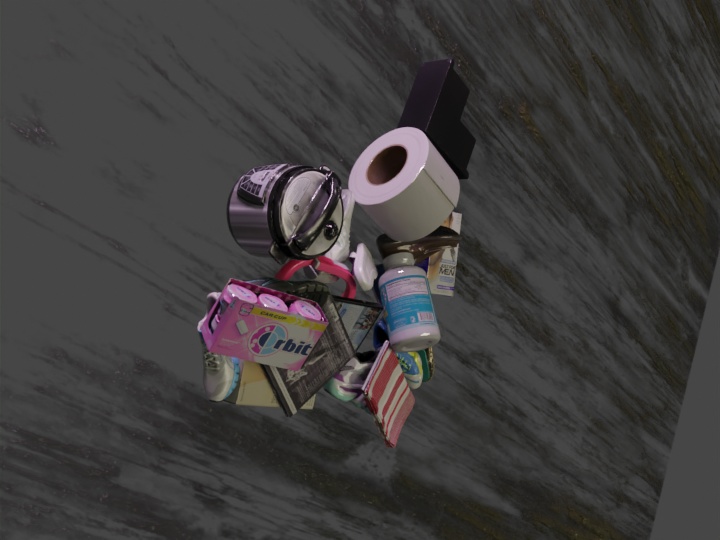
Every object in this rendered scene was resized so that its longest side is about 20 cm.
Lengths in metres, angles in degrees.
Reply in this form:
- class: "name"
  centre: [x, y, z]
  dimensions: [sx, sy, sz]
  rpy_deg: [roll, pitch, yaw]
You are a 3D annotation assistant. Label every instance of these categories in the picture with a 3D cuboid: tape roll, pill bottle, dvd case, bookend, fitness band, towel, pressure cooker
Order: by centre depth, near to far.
- class: "pressure cooker"
  centre: [-0.126, -0.108, 1.463]
  dimensions: [0.178, 0.199, 0.178]
  rpy_deg: [-9, 101, -45]
- class: "dvd case"
  centre: [-0.100, 0.164, 1.538]
  dimensions: [0.200, 0.016, 0.150]
  rpy_deg: [-41, 123, -33]
- class: "fitness band"
  centre: [-0.092, 0.042, 1.584]
  dimensions: [0.199, 0.037, 0.144]
  rpy_deg: [21, 109, -46]
- class: "dvd case"
  centre: [-0.054, 0.117, 1.642]
  dimensions: [0.199, 0.018, 0.143]
  rpy_deg: [13, 115, -46]
- class: "tape roll"
  centre: [0.092, -0.182, 1.688]
  dimensions: [0.139, 0.201, 0.204]
  rpy_deg: [43, 63, -39]
- class: "pill bottle"
  centre: [0.100, 0.066, 1.707]
  dimensions: [0.110, 0.110, 0.202]
  rpy_deg: [13, 59, -46]
- class: "towel"
  centre: [0.064, 0.270, 1.722]
  dimensions: [0.145, 0.023, 0.201]
  rpy_deg: [-61, 142, -38]
- class: "bookend"
  centre: [0.197, -0.350, 1.862]
  dimensions: [0.198, 0.092, 0.202]
  rpy_deg: [38, 66, -44]

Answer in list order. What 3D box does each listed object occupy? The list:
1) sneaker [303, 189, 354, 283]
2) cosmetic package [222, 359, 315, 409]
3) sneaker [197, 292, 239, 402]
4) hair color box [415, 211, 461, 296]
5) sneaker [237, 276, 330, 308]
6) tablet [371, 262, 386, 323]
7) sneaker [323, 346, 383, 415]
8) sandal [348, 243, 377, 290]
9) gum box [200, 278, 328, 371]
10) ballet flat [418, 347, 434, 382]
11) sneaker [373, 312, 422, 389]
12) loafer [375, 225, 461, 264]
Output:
- class: "sneaker"
  centre: [-0.054, -0.069, 1.646]
  dimensions: [0.080, 0.070, 0.202]
  rpy_deg: [25, 83, -50]
- class: "cosmetic package"
  centre: [-0.175, 0.207, 1.532]
  dimensions: [0.199, 0.071, 0.106]
  rpy_deg: [12, 86, -47]
- class: "sneaker"
  centre: [-0.263, 0.134, 1.425]
  dimensions: [0.086, 0.074, 0.202]
  rpy_deg: [20, 71, -59]
- class: "hair color box"
  centre: [0.177, -0.043, 1.891]
  dimensions: [0.109, 0.064, 0.202]
  rpy_deg: [7, 87, -46]
- class: "sneaker"
  centre: [-0.143, 0.039, 1.476]
  dimensions: [0.199, 0.079, 0.076]
  rpy_deg: [-1, 121, -42]
- class: "tablet"
  centre: [0.089, 0.075, 1.779]
  dimensions: [0.129, 0.014, 0.202]
  rpy_deg: [-14, 76, -42]
- class: "sneaker"
  centre: [0.023, 0.231, 1.723]
  dimensions: [0.199, 0.077, 0.141]
  rpy_deg: [32, 85, -44]
- class: "sandal"
  centre: [-0.003, -0.007, 1.666]
  dimensions: [0.203, 0.049, 0.083]
  rpy_deg: [-65, 134, -78]
- class: "gum box"
  centre: [-0.170, 0.095, 1.382]
  dimensions: [0.199, 0.066, 0.114]
  rpy_deg: [18, 114, -37]
- class: "ballet flat"
  centre: [0.143, 0.165, 1.883]
  dimensions: [0.075, 0.067, 0.202]
  rpy_deg: [-53, 137, -58]
- class: "sneaker"
  centre: [0.073, 0.188, 1.788]
  dimensions: [0.105, 0.075, 0.202]
  rpy_deg: [-30, 104, -51]
- class: "loafer"
  centre: [0.131, -0.055, 1.801]
  dimensions: [0.198, 0.073, 0.072]
  rpy_deg: [-7, 115, -9]
